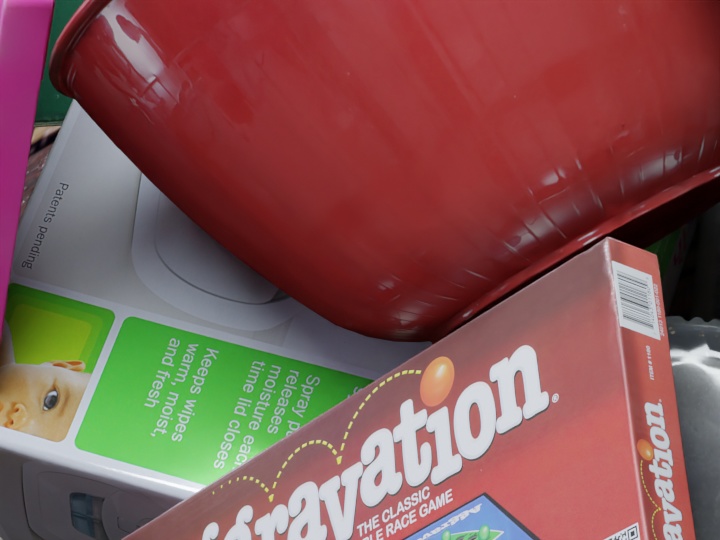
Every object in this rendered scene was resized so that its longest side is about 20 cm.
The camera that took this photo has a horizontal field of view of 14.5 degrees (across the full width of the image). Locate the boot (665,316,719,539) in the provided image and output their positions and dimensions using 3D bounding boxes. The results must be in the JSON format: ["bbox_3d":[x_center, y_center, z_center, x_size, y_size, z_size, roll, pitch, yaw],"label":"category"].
[{"bbox_3d":[0.098,0.082,0.664,0.200,0.070,0.132,-3,51,22],"label":"boot"}]

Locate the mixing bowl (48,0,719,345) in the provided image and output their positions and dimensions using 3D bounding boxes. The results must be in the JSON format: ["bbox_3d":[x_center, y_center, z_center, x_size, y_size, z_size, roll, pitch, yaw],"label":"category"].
[{"bbox_3d":[0.033,-0.049,0.709,0.200,0.108,0.200,-28,-7,-4],"label":"mixing bowl"}]

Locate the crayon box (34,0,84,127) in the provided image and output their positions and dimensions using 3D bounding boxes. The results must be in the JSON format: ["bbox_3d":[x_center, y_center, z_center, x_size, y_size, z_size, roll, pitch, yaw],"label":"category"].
[{"bbox_3d":[-0.117,-0.134,0.949,0.200,0.058,0.173,-157,64,-82],"label":"crayon box"}]

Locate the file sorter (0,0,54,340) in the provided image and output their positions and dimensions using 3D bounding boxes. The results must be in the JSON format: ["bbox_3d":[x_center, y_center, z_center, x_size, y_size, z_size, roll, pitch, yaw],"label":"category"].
[{"bbox_3d":[-0.169,-0.086,0.769,0.139,0.125,0.200,106,154,-43],"label":"file sorter"}]

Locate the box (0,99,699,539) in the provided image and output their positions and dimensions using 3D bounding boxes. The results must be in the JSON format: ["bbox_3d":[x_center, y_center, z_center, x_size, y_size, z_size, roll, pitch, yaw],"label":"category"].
[{"bbox_3d":[0.000,0.000,0.834,0.176,0.097,0.200,15,67,15],"label":"box"}]

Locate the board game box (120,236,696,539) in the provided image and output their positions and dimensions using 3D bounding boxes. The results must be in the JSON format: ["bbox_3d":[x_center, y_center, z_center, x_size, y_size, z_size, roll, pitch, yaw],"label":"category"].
[{"bbox_3d":[0.002,0.080,0.685,0.200,0.019,0.103,-34,48,40],"label":"board game box"}]
